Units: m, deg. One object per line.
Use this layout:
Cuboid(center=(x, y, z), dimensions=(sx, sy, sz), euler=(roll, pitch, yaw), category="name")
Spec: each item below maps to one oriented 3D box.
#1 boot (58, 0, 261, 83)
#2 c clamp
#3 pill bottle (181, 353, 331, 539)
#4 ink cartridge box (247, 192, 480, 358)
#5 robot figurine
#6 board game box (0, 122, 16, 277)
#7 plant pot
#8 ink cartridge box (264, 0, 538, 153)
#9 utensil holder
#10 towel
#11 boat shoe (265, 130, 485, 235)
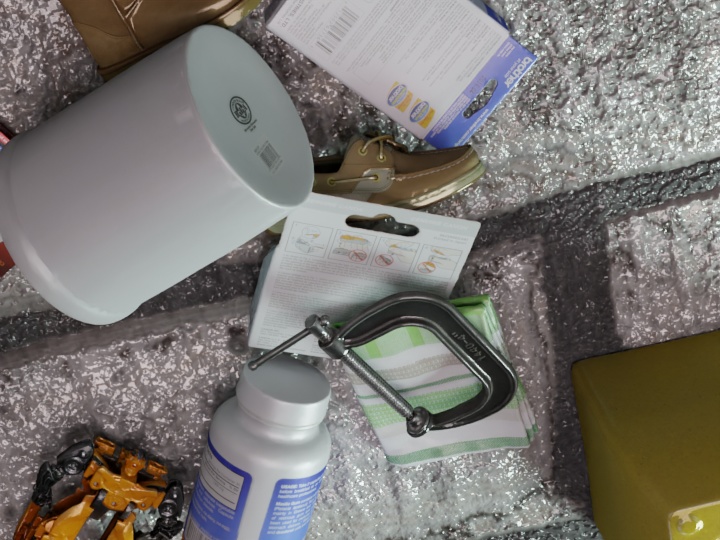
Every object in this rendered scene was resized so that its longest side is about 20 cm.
Cuboid(center=(-0.184, -0.260, 1.257), dimensions=(0.174, 0.066, 0.201), euler=(-28, 115, 8), category="boot")
Cuboid(center=(0.032, 0.084, 1.390), dimensions=(0.170, 0.027, 0.200), euler=(-35, 125, 25), category="c clamp")
Cuboid(center=(-0.089, 0.181, 1.462), dimensions=(0.111, 0.112, 0.202), euler=(12, 115, -11), category="pill bottle")
Cuboid(center=(0.000, 0.000, 1.379), dimensions=(0.161, 0.057, 0.201), euler=(9, 133, -10), category="ink cartridge box")
Cuboid(center=(-0.251, 0.238, 1.505), dimensions=(0.144, 0.058, 0.201), euler=(27, 112, -18), category="robot figurine")
Cuboid(center=(-0.341, -0.092, 1.352), dimensions=(0.103, 0.020, 0.200), euler=(-41, 114, 16), category="board game box")
Cuboid(center=(0.313, 0.194, 1.459), dimensions=(0.192, 0.200, 0.197), euler=(-12, 117, 1), category="plant pot")
Cuboid(center=(0.034, -0.193, 1.325), dimensions=(0.199, 0.042, 0.120), euler=(35, 110, -17), category="ink cartridge box")
Cuboid(center=(-0.160, -0.076, 1.267), dimensions=(0.199, 0.171, 0.170), euler=(-29, 117, 26), category="utensil holder")
Cuboid(center=(0.067, 0.104, 1.440), dimensions=(0.148, 0.031, 0.201), euler=(-13, 137, 11), category="towel")
Cuboid(center=(0.003, -0.080, 1.346), dimensions=(0.198, 0.074, 0.067), euler=(-12, 106, 15), category="boat shoe")
